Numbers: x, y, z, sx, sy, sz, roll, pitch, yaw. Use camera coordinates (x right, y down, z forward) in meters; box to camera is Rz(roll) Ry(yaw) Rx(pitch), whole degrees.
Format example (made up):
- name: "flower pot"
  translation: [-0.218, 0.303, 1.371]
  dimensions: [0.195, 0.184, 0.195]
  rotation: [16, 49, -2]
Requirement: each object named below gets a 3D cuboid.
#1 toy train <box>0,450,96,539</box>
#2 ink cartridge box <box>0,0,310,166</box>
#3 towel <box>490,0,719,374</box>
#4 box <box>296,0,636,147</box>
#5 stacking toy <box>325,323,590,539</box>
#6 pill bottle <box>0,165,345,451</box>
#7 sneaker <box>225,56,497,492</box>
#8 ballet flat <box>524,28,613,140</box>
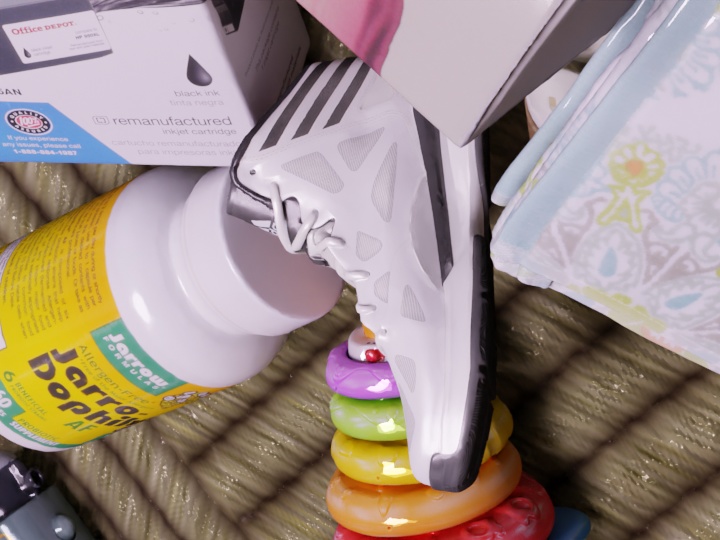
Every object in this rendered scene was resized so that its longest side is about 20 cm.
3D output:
- name: "toy train"
  translation: [-0.178, 0.196, 1.333]
  dimensions: [0.114, 0.085, 0.200]
  rotation: [-36, 89, 30]
- name: "ink cartridge box"
  translation: [-0.121, -0.139, 1.025]
  dimensions: [0.144, 0.084, 0.200]
  rotation: [2, 144, 18]
- name: "towel"
  translation: [0.164, -0.039, 0.937]
  dimensions: [0.171, 0.048, 0.200]
  rotation: [25, 133, -12]
- name: "box"
  translation: [0.018, -0.165, 0.853]
  dimensions: [0.200, 0.128, 0.109]
  rotation: [43, 132, 8]
- name: "stacking toy"
  translation: [0.025, 0.061, 1.090]
  dimensions: [0.116, 0.110, 0.200]
  rotation: [2, 113, 35]
- name: "pill bottle"
  translation: [-0.103, 0.013, 1.149]
  dimensions: [0.200, 0.113, 0.113]
  rotation: [-23, 100, 41]
- name: "sneaker"
  translation: [0.000, 0.000, 1.021]
  dimensions: [0.115, 0.076, 0.201]
  rotation: [-3, 72, 6]
- name: "ballet flat"
  translation: [0.108, -0.103, 0.954]
  dimensions: [0.200, 0.072, 0.068]
  rotation: [-48, 45, 42]
